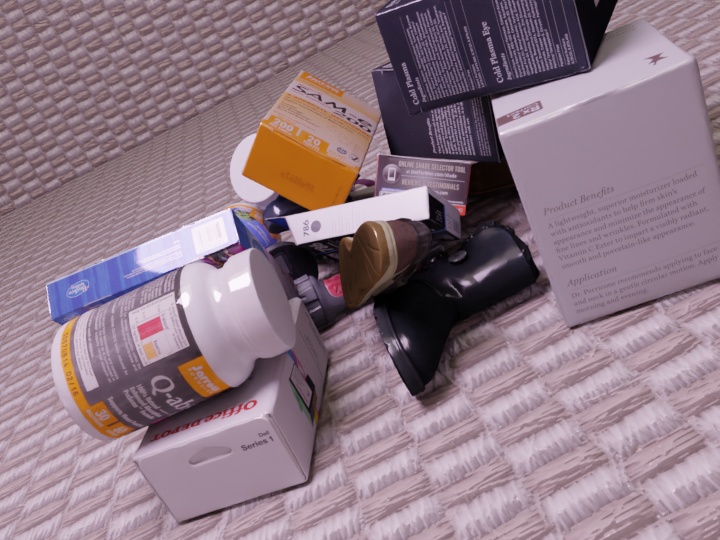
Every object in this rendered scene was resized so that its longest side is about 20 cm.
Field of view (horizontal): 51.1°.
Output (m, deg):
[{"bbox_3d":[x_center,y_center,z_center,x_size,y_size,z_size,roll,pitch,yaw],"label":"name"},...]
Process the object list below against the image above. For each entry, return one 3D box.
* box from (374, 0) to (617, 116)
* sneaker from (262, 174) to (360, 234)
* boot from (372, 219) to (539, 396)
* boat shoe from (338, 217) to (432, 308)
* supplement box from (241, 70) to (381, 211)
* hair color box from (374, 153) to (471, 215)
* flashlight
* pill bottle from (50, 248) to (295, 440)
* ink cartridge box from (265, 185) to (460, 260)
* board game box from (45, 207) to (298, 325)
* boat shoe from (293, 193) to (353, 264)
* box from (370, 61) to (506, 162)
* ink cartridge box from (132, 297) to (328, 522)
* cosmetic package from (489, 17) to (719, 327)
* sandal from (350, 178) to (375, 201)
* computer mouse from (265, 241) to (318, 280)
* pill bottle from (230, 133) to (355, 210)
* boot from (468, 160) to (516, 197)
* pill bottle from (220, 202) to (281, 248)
[{"bbox_3d":[0.138,-0.256,0.729,0.178,0.106,0.201,-9,30,31],"label":"box"},{"bbox_3d":[-0.078,-0.111,0.971,0.070,0.083,0.200,-40,-1,34],"label":"sneaker"},{"bbox_3d":[0.098,0.026,0.746,0.165,0.078,0.201,-28,17,7],"label":"boot"},{"bbox_3d":[0.020,-0.006,0.735,0.063,0.075,0.200,-8,-4,-12],"label":"boat shoe"},{"bbox_3d":[-0.052,-0.158,0.918,0.074,0.124,0.201,-61,6,32],"label":"supplement box"},{"bbox_3d":[0.073,-0.108,0.940,0.108,0.066,0.200,6,6,2],"label":"hair color box"},{"bbox_3d":[0.000,0.000,0.902,0.196,0.068,0.069,-25,58,-7],"label":"flashlight"},{"bbox_3d":[-0.164,0.064,0.677,0.196,0.118,0.117,-24,24,9],"label":"pill bottle"},{"bbox_3d":[0.002,-0.045,0.819,0.196,0.040,0.099,-8,-13,27],"label":"ink cartridge box"},{"bbox_3d":[-0.183,0.028,0.787,0.196,0.199,0.044,-21,68,5],"label":"board game box"},{"bbox_3d":[-0.033,-0.032,1.019,0.074,0.093,0.200,-38,-2,-17],"label":"boat shoe"},{"bbox_3d":[0.155,-0.228,0.948,0.198,0.126,0.196,-30,27,-31],"label":"box"},{"bbox_3d":[-0.118,0.131,0.747,0.142,0.085,0.201,-21,24,14],"label":"ink cartridge box"},{"bbox_3d":[0.227,-0.093,0.700,0.161,0.203,0.166,-19,25,14],"label":"cosmetic package"},{"bbox_3d":[-0.004,-0.117,1.111,0.199,0.051,0.082,-19,-12,-28],"label":"sandal"},{"bbox_3d":[-0.145,0.030,0.958,0.197,0.141,0.052,-28,5,-25],"label":"computer mouse"},{"bbox_3d":[-0.098,-0.136,1.116,0.111,0.117,0.199,-13,-8,26],"label":"pill bottle"},{"bbox_3d":[0.184,-0.145,1.005,0.197,0.077,0.074,-1,36,47],"label":"boot"},{"bbox_3d":[-0.192,-0.001,1.054,0.110,0.114,0.201,-14,27,25],"label":"pill bottle"}]
